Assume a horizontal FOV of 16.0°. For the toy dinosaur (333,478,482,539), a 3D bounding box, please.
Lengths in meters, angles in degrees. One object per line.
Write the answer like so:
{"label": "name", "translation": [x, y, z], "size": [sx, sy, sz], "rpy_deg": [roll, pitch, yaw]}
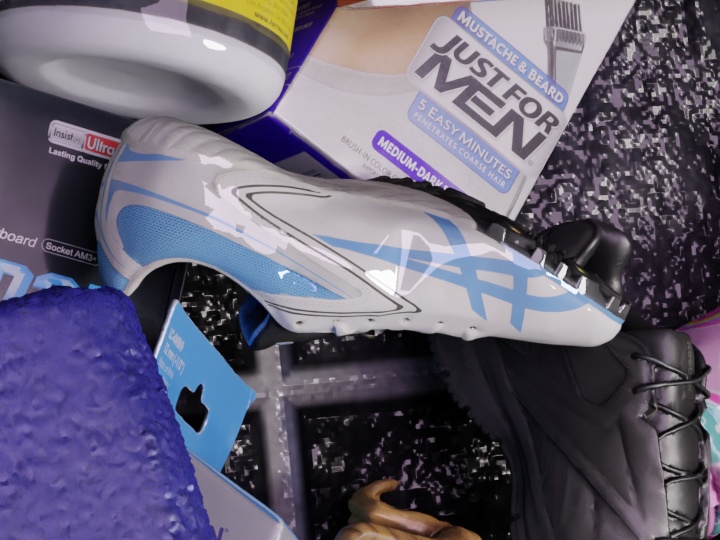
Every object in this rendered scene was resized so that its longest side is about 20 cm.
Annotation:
{"label": "toy dinosaur", "translation": [0.030, 0.111, 0.949], "size": [0.200, 0.106, 0.060], "rpy_deg": [32, 76, -40]}

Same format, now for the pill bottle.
{"label": "pill bottle", "translation": [-0.069, -0.162, 0.941], "size": [0.112, 0.112, 0.200], "rpy_deg": [13, 78, -25]}

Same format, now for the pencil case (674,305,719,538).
{"label": "pencil case", "translation": [0.206, 0.034, 1.045], "size": [0.200, 0.087, 0.088], "rpy_deg": [-23, 94, -10]}

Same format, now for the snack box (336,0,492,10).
{"label": "snack box", "translation": [0.075, -0.141, 0.980], "size": [0.200, 0.024, 0.072], "rpy_deg": [-8, 96, -35]}

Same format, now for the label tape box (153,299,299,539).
{"label": "label tape box", "translation": [-0.051, 0.127, 0.893], "size": [0.066, 0.143, 0.200], "rpy_deg": [13, 76, 11]}

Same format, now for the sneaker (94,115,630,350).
{"label": "sneaker", "translation": [0.000, 0.000, 0.926], "size": [0.200, 0.072, 0.073], "rpy_deg": [14, 100, -16]}

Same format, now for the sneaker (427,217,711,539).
{"label": "sneaker", "translation": [0.098, 0.069, 0.969], "size": [0.076, 0.091, 0.200], "rpy_deg": [6, 53, -56]}

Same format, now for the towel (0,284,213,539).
{"label": "towel", "translation": [-0.112, 0.113, 0.788], "size": [0.148, 0.050, 0.200], "rpy_deg": [-14, 79, -22]}

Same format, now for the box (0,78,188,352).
{"label": "box", "translation": [-0.164, 0.005, 0.910], "size": [0.200, 0.046, 0.159], "rpy_deg": [17, 77, -23]}

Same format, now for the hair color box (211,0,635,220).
{"label": "hair color box", "translation": [0.040, -0.105, 1.016], "size": [0.109, 0.065, 0.200], "rpy_deg": [36, 68, -19]}
